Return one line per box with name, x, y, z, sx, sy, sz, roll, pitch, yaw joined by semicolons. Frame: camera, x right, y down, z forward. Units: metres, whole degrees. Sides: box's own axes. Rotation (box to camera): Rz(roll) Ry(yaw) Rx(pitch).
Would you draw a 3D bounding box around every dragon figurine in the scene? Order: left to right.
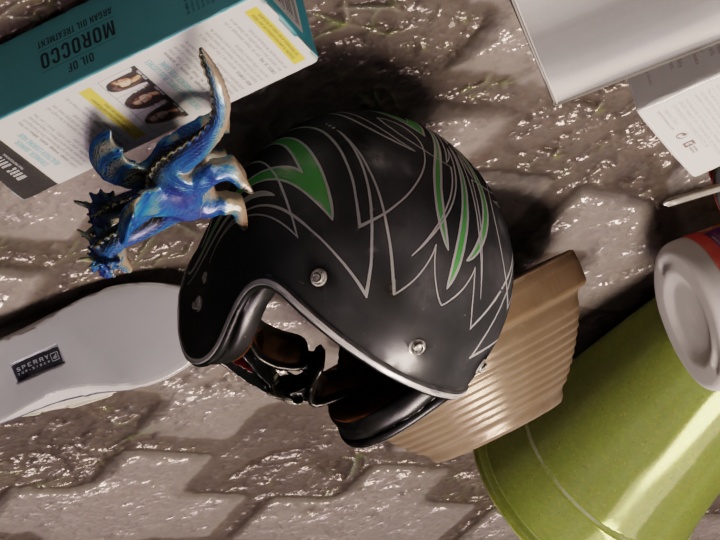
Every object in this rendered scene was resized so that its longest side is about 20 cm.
dragon figurine;-0.116;-0.050;1.225;0.099;0.059;0.200;-16;164;-11

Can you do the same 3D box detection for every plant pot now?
plant pot;0.076;0.069;1.504;0.200;0.093;0.201;-27;178;-1
plant pot;0.220;0.118;1.669;0.199;0.201;0.190;13;130;-39

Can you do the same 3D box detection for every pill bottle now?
pill bottle;0.319;0.002;1.552;0.199;0.112;0.112;-19;152;-14

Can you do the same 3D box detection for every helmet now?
helmet;0.000;0.000;1.325;0.199;0.201;0.190;13;145;-39

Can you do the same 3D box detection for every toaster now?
toaster;0.108;-0.194;1.046;0.118;0.201;0.181;-23;151;7

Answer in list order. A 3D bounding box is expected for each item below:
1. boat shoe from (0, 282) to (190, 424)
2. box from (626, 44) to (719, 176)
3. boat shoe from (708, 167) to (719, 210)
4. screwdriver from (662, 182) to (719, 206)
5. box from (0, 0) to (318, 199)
boat shoe;-0.191;0.060;1.495;0.199;0.071;0.070;-22;178;5
box;0.244;-0.161;1.236;0.199;0.125;0.097;-25;150;18
boat shoe;0.264;-0.092;1.429;0.071;0.063;0.201;-10;149;-5
screwdriver;0.267;-0.066;1.322;0.199;0.028;0.029;-15;166;-28
box;-0.131;-0.113;1.226;0.199;0.049;0.082;-23;150;15
